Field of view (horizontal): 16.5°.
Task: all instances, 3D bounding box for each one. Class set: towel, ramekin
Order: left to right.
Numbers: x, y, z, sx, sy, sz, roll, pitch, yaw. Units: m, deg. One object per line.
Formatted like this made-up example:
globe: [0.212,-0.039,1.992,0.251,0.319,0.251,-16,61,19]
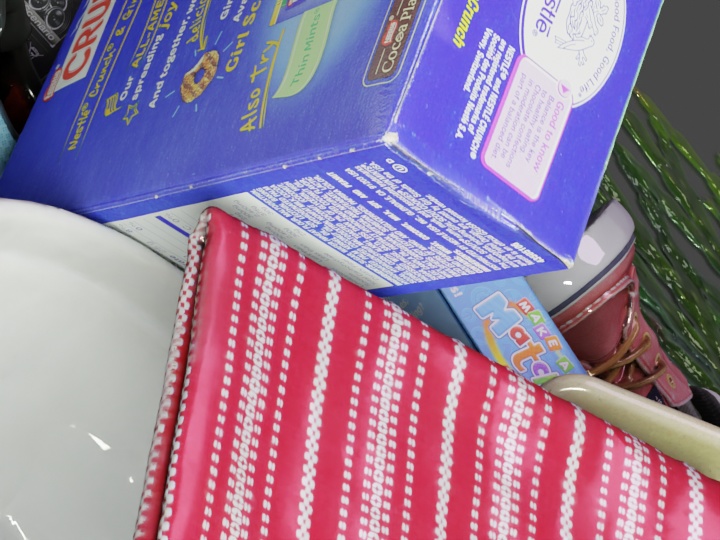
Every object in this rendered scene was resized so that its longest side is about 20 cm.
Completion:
ramekin: [-0.083,0.090,0.661,0.200,0.105,0.200,38,28,-25]
towel: [0.031,0.082,0.646,0.200,0.022,0.145,29,48,-27]

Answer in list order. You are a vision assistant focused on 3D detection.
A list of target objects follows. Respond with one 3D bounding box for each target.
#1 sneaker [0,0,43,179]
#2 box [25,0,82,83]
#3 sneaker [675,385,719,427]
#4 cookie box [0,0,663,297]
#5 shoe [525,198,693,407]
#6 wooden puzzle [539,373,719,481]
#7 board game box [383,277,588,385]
sneaker: [-0.149,-0.079,0.801,0.200,0.090,0.078,44,25,-14]
box: [-0.134,-0.184,0.896,0.200,0.160,0.044,47,-11,-6]
sneaker: [0.205,0.143,1.113,0.115,0.076,0.200,24,35,-49]
cookie box: [-0.004,-0.077,0.725,0.075,0.200,0.171,35,64,-31]
shoe: [0.101,0.030,1.039,0.091,0.071,0.200,54,-2,3]
wooden puzzle: [0.119,0.144,0.718,0.185,0.037,0.200,22,58,-17]
board game box: [0.020,0.053,0.839,0.037,0.151,0.200,-23,73,-33]
